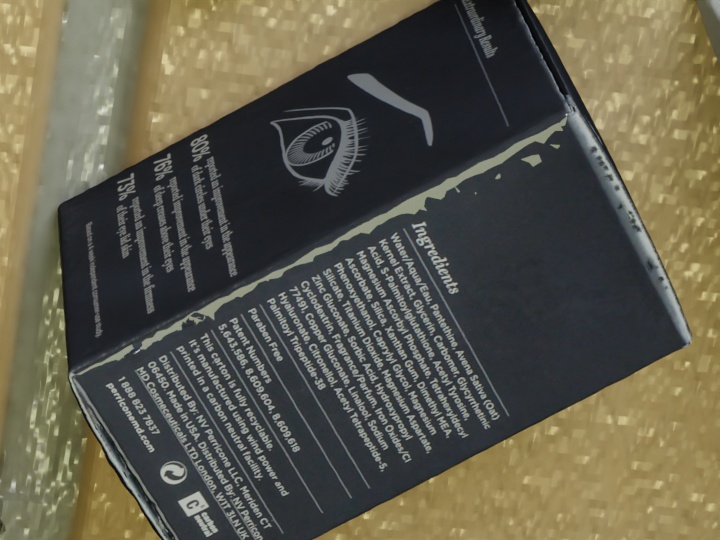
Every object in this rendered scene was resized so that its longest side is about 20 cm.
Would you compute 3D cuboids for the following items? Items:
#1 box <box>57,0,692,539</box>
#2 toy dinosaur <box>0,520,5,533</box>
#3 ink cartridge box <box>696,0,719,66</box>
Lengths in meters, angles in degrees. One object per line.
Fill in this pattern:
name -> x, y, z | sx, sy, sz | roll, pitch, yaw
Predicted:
box -> 0.000, 0.000, 1.050 | 0.199, 0.148, 0.105 | -27, 116, 6
toy dinosaur -> -0.194, 0.132, 1.125 | 0.102, 0.077, 0.201 | 10, 103, 24
ink cartridge box -> 0.222, -0.043, 1.028 | 0.145, 0.200, 0.145 | -23, 116, 4
